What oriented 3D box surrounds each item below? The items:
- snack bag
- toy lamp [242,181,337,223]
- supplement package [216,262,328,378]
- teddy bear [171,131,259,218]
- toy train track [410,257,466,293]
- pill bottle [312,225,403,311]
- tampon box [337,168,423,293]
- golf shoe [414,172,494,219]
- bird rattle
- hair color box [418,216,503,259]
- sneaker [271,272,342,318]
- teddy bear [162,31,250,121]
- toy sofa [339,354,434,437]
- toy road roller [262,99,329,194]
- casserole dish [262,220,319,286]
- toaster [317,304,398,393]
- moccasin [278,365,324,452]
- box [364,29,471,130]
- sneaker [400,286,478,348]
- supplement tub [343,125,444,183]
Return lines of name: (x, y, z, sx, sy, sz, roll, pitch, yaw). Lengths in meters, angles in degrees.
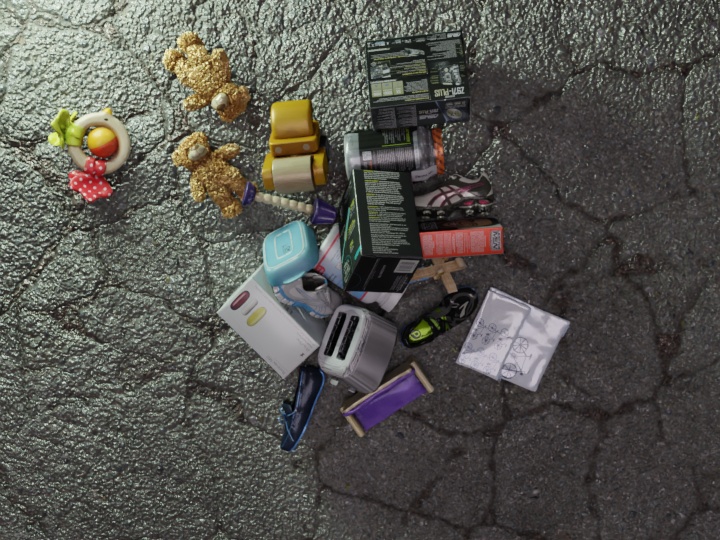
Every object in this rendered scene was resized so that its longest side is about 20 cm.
snack bag: (0.335, 0.159, 1.801, 0.199, 0.021, 0.189, 24, 101, -2)
toy lamp: (-0.148, -0.140, 1.737, 0.199, 0.058, 0.058, 15, 102, -13)
supplement package: (-0.184, 0.103, 1.748, 0.200, 0.156, 0.111, 45, 103, -6)
teddy bear: (-0.308, -0.204, 1.742, 0.145, 0.067, 0.201, -25, 99, 5)
toy train track: (0.141, -0.001, 1.720, 0.199, 0.033, 0.115, -14, 65, -27)
pill bottle: (0.000, 0.000, 1.744, 0.200, 0.109, 0.109, 34, 101, -3)
tampon box: (0.035, -0.077, 1.635, 0.126, 0.150, 0.201, 3, 60, -14)
golf shoe: (0.181, -0.156, 1.732, 0.199, 0.077, 0.088, -4, 82, 0)
bird rattle: (-0.566, -0.254, 1.734, 0.163, 0.113, 0.200, -29, 102, -8)
hair color box: (0.192, -0.069, 1.717, 0.199, 0.102, 0.061, -4, 107, 0)
sneaker: (-0.091, 0.046, 1.721, 0.086, 0.200, 0.075, -25, 64, 30)
teddy bear: (-0.323, -0.397, 1.695, 0.145, 0.067, 0.201, -25, 99, 10)
toy sofa: (0.058, 0.280, 1.802, 0.200, 0.098, 0.083, -34, 98, 8)
toy road roller: (-0.135, -0.257, 1.657, 0.122, 0.200, 0.146, -6, 123, 5)
casserole dish: (-0.151, -0.042, 1.698, 0.121, 0.200, 0.039, -28, 122, 7)
toaster: (-0.004, 0.156, 1.736, 0.113, 0.129, 0.201, 15, 78, 37)
moccasin: (-0.145, 0.304, 1.833, 0.068, 0.080, 0.201, 21, 89, -16)
box: (0.114, -0.380, 1.638, 0.199, 0.086, 0.164, -6, 67, 4)
sneaker: (0.173, 0.109, 1.769, 0.199, 0.083, 0.071, -35, 98, 9)
supplement tub: (0.070, -0.236, 1.686, 0.199, 0.123, 0.123, -5, 101, 5)
